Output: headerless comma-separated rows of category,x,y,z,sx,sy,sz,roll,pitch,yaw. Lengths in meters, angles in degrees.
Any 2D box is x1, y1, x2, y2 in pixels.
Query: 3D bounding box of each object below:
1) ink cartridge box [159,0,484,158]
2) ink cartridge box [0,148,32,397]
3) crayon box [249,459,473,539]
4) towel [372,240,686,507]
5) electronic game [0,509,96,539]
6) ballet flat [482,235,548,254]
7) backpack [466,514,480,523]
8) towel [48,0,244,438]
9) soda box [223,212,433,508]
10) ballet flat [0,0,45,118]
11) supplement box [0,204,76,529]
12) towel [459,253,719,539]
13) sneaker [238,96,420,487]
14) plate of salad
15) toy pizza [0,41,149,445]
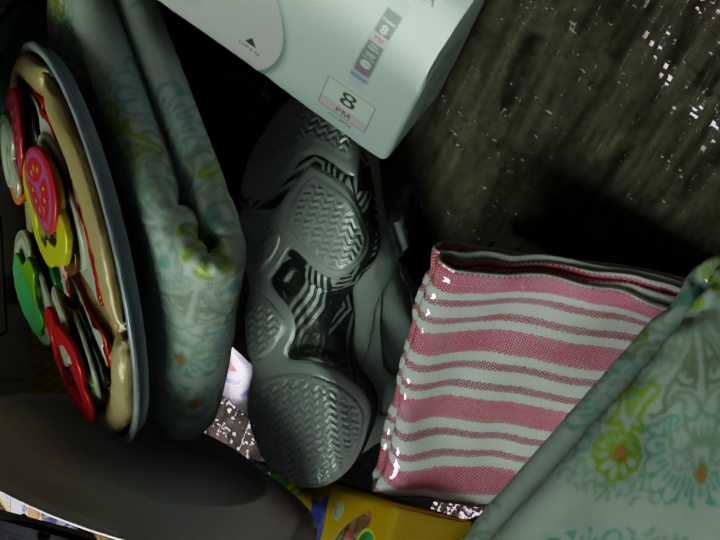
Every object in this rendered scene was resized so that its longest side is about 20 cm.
ink cartridge box,-0.022,-0.148,1.111,0.162,0.057,0.200,36,158,4
ink cartridge box,-0.257,0.015,1.383,0.145,0.201,0.084,-5,178,30
crayon box,-0.009,0.175,1.325,0.051,0.126,0.200,16,176,-30
towel,0.088,0.063,1.224,0.145,0.030,0.200,9,141,-4
electronic game,-0.160,0.153,1.340,0.199,0.042,0.200,16,175,2
ballet flat,0.089,0.062,1.283,0.062,0.068,0.200,21,149,24
backpack,0.104,0.230,1.447,0.200,0.166,0.127,51,149,17
towel,-0.108,-0.039,1.267,0.171,0.048,0.201,100,151,-60
soda box,-0.033,0.053,1.420,0.200,0.064,0.068,42,155,-8
ballet flat,-0.207,-0.093,1.280,0.064,0.200,0.076,14,117,1
supplement box,-0.190,0.042,1.480,0.200,0.109,0.109,53,158,19
towel,0.153,0.118,1.145,0.171,0.200,0.048,40,-177,-23
sneaker,0.000,0.000,1.289,0.075,0.115,0.201,14,110,34
plate of salad,-0.119,0.110,1.291,0.199,0.048,0.200,17,-168,-4
toy pizza,-0.146,-0.011,1.256,0.200,0.032,0.201,166,90,-74
